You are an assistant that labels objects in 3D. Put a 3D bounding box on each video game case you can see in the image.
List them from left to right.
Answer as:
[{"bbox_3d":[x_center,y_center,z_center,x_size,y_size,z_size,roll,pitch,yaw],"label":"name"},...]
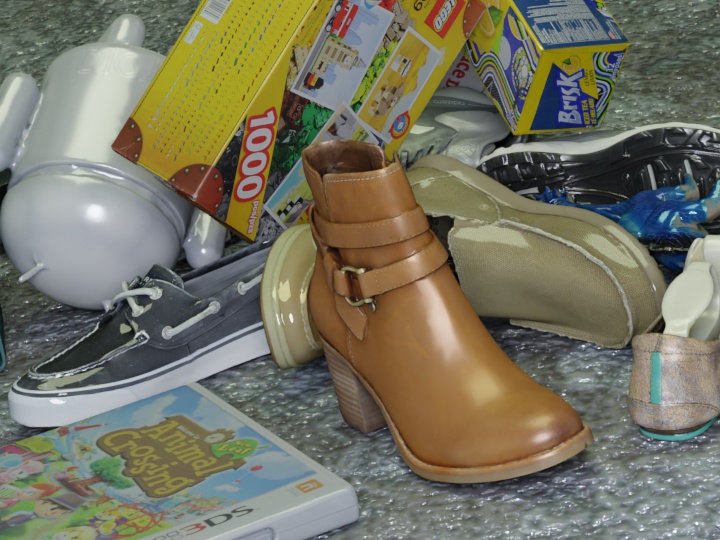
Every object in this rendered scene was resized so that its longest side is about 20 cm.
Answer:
[{"bbox_3d":[-0.124,0.117,1.432,0.182,0.022,0.200,-18,21,-22],"label":"video game case"}]

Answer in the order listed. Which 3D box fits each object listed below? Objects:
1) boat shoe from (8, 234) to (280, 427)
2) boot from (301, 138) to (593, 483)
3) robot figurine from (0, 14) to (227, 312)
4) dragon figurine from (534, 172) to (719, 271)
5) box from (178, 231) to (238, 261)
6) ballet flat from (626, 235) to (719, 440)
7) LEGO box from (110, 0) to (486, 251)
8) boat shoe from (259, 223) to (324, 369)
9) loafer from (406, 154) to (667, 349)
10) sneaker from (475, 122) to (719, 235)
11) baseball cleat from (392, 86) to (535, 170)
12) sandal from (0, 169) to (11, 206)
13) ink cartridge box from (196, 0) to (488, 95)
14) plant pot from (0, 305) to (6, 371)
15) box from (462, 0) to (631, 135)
[{"bbox_3d":[-0.114,0.030,1.600,0.200,0.068,0.072,-20,22,-27],"label":"boat shoe"},{"bbox_3d":[0.038,0.016,1.431,0.077,0.155,0.200,-19,21,-24],"label":"boot"},{"bbox_3d":[-0.156,-0.060,1.734,0.169,0.113,0.200,22,57,-15],"label":"robot figurine"},{"bbox_3d":[0.159,-0.016,1.597,0.099,0.059,0.200,-16,14,-11],"label":"dragon figurine"},{"bbox_3d":[-0.106,-0.069,1.913,0.200,0.048,0.193,-23,21,-30],"label":"box"},{"bbox_3d":[0.188,0.021,1.477,0.068,0.067,0.200,-2,21,21],"label":"ballet flat"},{"bbox_3d":[-0.035,-0.115,1.674,0.077,0.200,0.149,31,-2,35],"label":"LEGO box"},{"bbox_3d":[0.000,0.000,1.621,0.063,0.073,0.200,-5,19,24],"label":"boat shoe"},{"bbox_3d":[0.086,-0.001,1.566,0.200,0.076,0.067,24,48,40],"label":"loafer"},{"bbox_3d":[0.167,-0.058,1.706,0.200,0.074,0.079,0,16,27],"label":"sneaker"},{"bbox_3d":[0.022,-0.071,1.817,0.200,0.070,0.106,-25,30,-27],"label":"baseball cleat"},{"bbox_3d":[-0.279,-0.052,1.883,0.200,0.048,0.075,-31,29,-7],"label":"sandal"},{"bbox_3d":[0.002,-0.186,1.896,0.200,0.147,0.083,20,56,-10],"label":"ink cartridge box"},{"bbox_3d":[-0.298,-0.021,1.739,0.141,0.142,0.200,-11,17,-2],"label":"plant pot"},{"bbox_3d":[0.093,-0.174,1.757,0.064,0.070,0.200,-4,43,-23],"label":"box"}]
